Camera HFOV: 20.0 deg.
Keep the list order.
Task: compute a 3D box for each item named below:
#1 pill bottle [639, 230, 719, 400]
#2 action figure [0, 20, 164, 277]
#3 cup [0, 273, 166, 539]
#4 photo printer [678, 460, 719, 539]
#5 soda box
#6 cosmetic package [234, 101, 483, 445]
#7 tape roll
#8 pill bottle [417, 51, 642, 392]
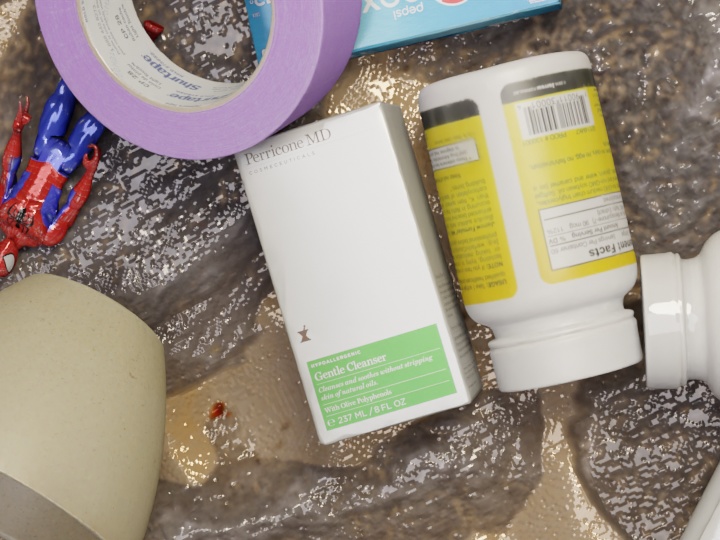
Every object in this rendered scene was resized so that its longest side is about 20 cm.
[{"bbox_3d":[0.277,0.027,1.277,0.199,0.113,0.114,-3,92,7],"label":"pill bottle"},{"bbox_3d":[-0.201,-0.086,1.370,0.065,0.052,0.201,27,97,1],"label":"action figure"},{"bbox_3d":[-0.205,0.088,1.319,0.200,0.200,0.144,25,70,6],"label":"cup"},{"bbox_3d":[0.288,0.193,1.304,0.166,0.069,0.201,28,96,5],"label":"photo printer"},{"bbox_3d":[0.028,-0.179,1.324,0.199,0.068,0.064,-12,93,8],"label":"soda box"},{"bbox_3d":[0.000,0.000,1.327,0.107,0.085,0.201,-18,91,10],"label":"cosmetic package"},{"bbox_3d":[-0.102,-0.174,1.268,0.199,0.066,0.201,8,111,21],"label":"tape roll"},{"bbox_3d":[0.111,-0.030,1.297,0.114,0.114,0.201,-13,91,8],"label":"pill bottle"}]
